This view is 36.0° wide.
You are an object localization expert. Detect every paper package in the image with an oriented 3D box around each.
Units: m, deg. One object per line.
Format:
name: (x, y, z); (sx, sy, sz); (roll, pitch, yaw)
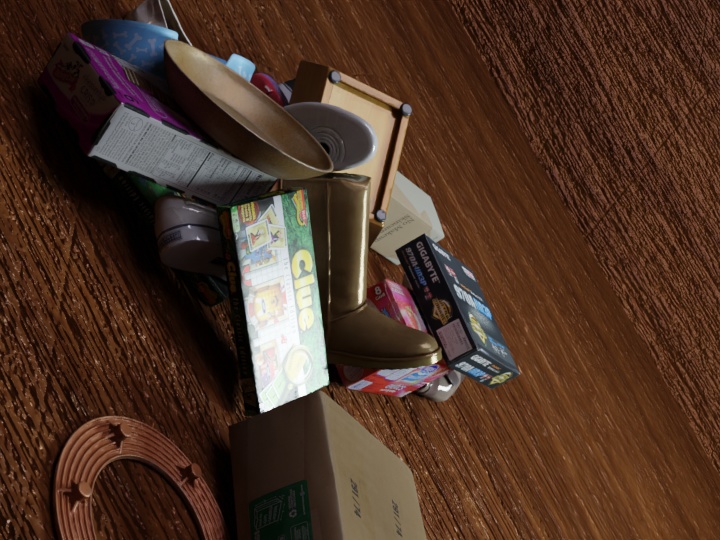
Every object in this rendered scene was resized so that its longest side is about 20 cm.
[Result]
paper package: (-0.021, 0.235, 0.966); (0.191, 0.103, 0.201); (47, 23, -43)

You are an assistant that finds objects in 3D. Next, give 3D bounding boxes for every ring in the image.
ring: (-0.154, 0.200, 0.841); (0.200, 0.019, 0.201); (47, 23, -28)

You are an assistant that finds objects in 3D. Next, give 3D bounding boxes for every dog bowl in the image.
dog bowl: (-0.200, -0.209, 1.156); (0.200, 0.111, 0.050); (10, 85, -49)

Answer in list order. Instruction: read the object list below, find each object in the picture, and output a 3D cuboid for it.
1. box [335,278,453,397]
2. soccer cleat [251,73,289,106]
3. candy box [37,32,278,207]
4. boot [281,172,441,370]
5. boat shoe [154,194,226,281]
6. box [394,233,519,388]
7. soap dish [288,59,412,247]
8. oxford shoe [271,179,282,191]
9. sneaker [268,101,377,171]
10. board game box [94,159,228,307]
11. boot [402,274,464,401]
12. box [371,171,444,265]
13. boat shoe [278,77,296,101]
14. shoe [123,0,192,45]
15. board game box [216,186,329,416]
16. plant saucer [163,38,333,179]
box: (0.040, 0.085, 1.324); (0.096, 0.099, 0.200); (66, 16, 17)
soccer cleat: (-0.088, -0.162, 1.433); (0.201, 0.067, 0.076); (62, 31, -5)
candy box: (-0.187, -0.133, 1.045); (0.200, 0.061, 0.136); (22, 20, -48)
boot: (0.000, 0.000, 1.168); (0.066, 0.174, 0.201); (-40, 131, -73)
boat shoe: (-0.129, -0.030, 1.096); (0.200, 0.071, 0.070); (17, 49, -53)
box: (0.123, 0.055, 1.372); (0.200, 0.046, 0.159); (32, 32, -63)
soap dish: (-0.023, -0.146, 1.377); (0.157, 0.081, 0.201); (22, 72, -29)
oxford shoe: (-0.126, -0.121, 1.299); (0.071, 0.071, 0.200); (21, 31, -23)
sneaker: (-0.067, -0.151, 1.216); (0.112, 0.199, 0.073); (-34, 126, -70)
board game box: (-0.191, -0.065, 1.119); (0.200, 0.023, 0.105); (54, 23, -16)
boot: (0.081, 0.082, 1.499); (0.146, 0.070, 0.201); (9, 53, -62)
box: (0.028, -0.091, 1.578); (0.200, 0.095, 0.078); (30, 35, -51)
boat shoe: (-0.046, -0.188, 1.501); (0.199, 0.068, 0.074); (50, -21, 31)
shoe: (-0.205, -0.222, 1.262); (0.201, 0.053, 0.070); (62, 20, 8)
board game box: (-0.081, 0.028, 1.058); (0.105, 0.023, 0.201); (-23, 110, -50)
plant saucer: (-0.115, -0.146, 1.065); (0.200, 0.035, 0.200); (37, 14, -11)
